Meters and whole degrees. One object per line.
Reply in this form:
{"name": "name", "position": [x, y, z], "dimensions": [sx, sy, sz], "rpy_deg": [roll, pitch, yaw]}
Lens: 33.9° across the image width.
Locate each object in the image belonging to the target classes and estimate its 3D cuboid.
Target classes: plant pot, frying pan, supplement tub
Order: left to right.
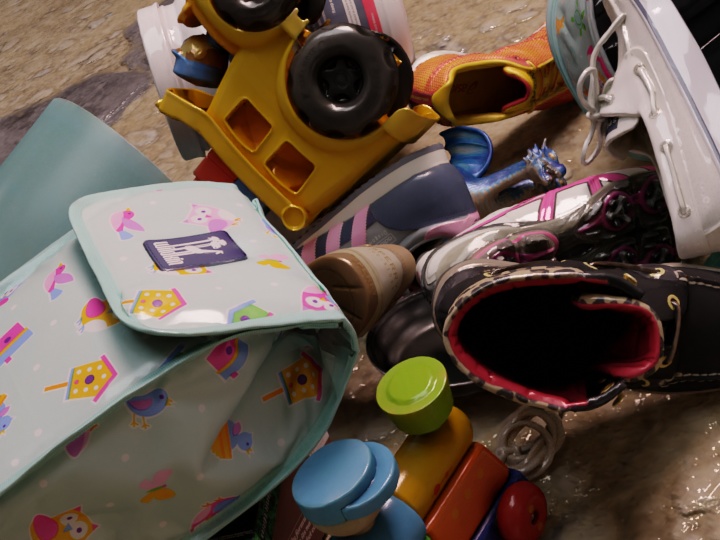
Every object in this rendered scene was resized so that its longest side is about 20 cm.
{"name": "plant pot", "position": [-0.203, 0.005, 0.856], "dimensions": [0.161, 0.201, 0.200], "rpy_deg": [-49, 36, -15]}
{"name": "supplement tub", "position": [-0.065, -0.177, 0.945], "dimensions": [0.198, 0.142, 0.141], "rpy_deg": [-18, 31, -3]}
{"name": "frying pan", "position": [0.096, 0.039, 0.733], "dimensions": [0.187, 0.031, 0.115], "rpy_deg": [-6, 31, 10]}

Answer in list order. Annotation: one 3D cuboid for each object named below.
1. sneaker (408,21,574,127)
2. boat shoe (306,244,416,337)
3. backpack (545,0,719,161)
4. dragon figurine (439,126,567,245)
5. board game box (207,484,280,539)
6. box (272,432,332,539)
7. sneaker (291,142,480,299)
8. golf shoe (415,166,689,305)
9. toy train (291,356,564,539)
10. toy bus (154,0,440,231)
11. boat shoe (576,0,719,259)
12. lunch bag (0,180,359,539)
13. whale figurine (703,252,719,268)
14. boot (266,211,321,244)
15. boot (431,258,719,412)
{"name": "sneaker", "position": [0.131, -0.146, 0.921], "dimensions": [0.198, 0.074, 0.077], "rpy_deg": [-20, 30, -22]}
{"name": "boat shoe", "position": [-0.040, 0.039, 0.775], "dimensions": [0.064, 0.072, 0.199], "rpy_deg": [-24, -3, -46]}
{"name": "backpack", "position": [0.229, -0.177, 0.821], "dimensions": [0.200, 0.178, 0.150], "rpy_deg": [-41, 12, -15]}
{"name": "dragon figurine", "position": [0.071, -0.066, 0.879], "dimensions": [0.099, 0.059, 0.199], "rpy_deg": [-38, 34, -19]}
{"name": "board game box", "position": [-0.134, 0.128, 0.643], "dimensions": [0.198, 0.024, 0.106], "rpy_deg": [-16, 40, 19]}
{"name": "box", "position": [-0.116, 0.135, 0.709], "dimensions": [0.198, 0.075, 0.101], "rpy_deg": [-5, 37, 34]}
{"name": "sneaker", "position": [0.000, 0.000, 0.818], "dimensions": [0.200, 0.083, 0.070], "rpy_deg": [-38, -10, 34]}
{"name": "golf shoe", "position": [0.127, -0.024, 0.738], "dimensions": [0.198, 0.074, 0.092], "rpy_deg": [-18, 24, -20]}
{"name": "toy train", "position": [0.045, 0.090, 0.612], "dimensions": [0.084, 0.117, 0.200], "rpy_deg": [5, 43, 40]}
{"name": "toy bus", "position": [-0.071, -0.118, 0.821], "dimensions": [0.192, 0.200, 0.136], "rpy_deg": [-44, 1, 14]}
{"name": "boat shoe", "position": [0.163, -0.091, 0.688], "dimensions": [0.085, 0.075, 0.204], "rpy_deg": [-25, 61, 13]}
{"name": "lunch bag", "position": [-0.111, 0.047, 0.595], "dimensions": [0.199, 0.122, 0.170], "rpy_deg": [-39, 37, -5]}
{"name": "whale figurine", "position": [0.271, -0.065, 0.688], "dimensions": [0.158, 0.104, 0.200], "rpy_deg": [15, 53, 47]}
{"name": "boot", "position": [-0.071, -0.072, 0.993], "dimensions": [0.090, 0.073, 0.200], "rpy_deg": [-7, 27, 37]}
{"name": "boot", "position": [0.130, 0.030, 0.587], "dimensions": [0.197, 0.074, 0.151], "rpy_deg": [8, 4, 6]}
